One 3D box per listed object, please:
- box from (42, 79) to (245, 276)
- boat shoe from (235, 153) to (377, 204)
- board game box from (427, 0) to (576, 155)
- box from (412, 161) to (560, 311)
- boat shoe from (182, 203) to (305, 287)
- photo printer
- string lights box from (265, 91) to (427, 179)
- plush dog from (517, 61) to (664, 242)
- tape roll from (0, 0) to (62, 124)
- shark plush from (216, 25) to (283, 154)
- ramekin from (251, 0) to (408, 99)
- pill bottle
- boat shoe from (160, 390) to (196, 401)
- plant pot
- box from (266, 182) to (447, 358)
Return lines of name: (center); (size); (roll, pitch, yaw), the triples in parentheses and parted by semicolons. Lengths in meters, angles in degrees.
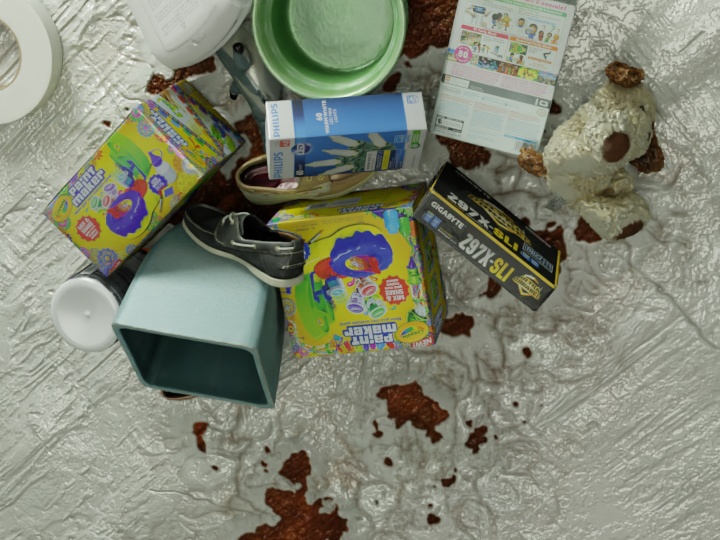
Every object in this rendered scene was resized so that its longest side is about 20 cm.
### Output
box: (-0.283, -0.126, 1.638); (0.122, 0.193, 0.200); (45, 112, -5)
boat shoe: (-0.073, -0.132, 1.655); (0.198, 0.066, 0.075); (-15, 77, 13)
board game box: (0.180, -0.260, 1.575); (0.146, 0.064, 0.202); (15, 112, 5)
box: (0.166, -0.047, 1.597); (0.200, 0.160, 0.049); (38, 112, -2)
boat shoe: (-0.149, -0.049, 1.590); (0.199, 0.072, 0.068); (27, 130, 31)
photo printer: (-0.230, -0.370, 1.579); (0.166, 0.069, 0.201); (-32, 84, 38)
string lights box: (-0.021, -0.172, 1.580); (0.198, 0.103, 0.059); (-5, 66, -6)
plush dog: (0.305, -0.162, 1.538); (0.160, 0.172, 0.201); (27, 153, 39)
tape roll: (-0.514, -0.303, 1.719); (0.201, 0.037, 0.205); (4, 110, 11)
shark plush: (-0.144, -0.250, 1.665); (0.083, 0.091, 0.201); (-1, 131, 32)
ramekin: (-0.032, -0.323, 1.578); (0.198, 0.098, 0.202); (4, 109, 11)
pill bottle: (-0.336, 0.030, 1.705); (0.105, 0.200, 0.107); (4, 108, 13)
boat shoe: (-0.206, 0.136, 1.782); (0.199, 0.072, 0.076); (-33, 99, 20)
plant pot: (-0.196, 0.044, 1.671); (0.194, 0.201, 0.197); (9, 152, 9)
box: (0.000, 0.000, 1.668); (0.198, 0.122, 0.194); (-7, 107, 15)
